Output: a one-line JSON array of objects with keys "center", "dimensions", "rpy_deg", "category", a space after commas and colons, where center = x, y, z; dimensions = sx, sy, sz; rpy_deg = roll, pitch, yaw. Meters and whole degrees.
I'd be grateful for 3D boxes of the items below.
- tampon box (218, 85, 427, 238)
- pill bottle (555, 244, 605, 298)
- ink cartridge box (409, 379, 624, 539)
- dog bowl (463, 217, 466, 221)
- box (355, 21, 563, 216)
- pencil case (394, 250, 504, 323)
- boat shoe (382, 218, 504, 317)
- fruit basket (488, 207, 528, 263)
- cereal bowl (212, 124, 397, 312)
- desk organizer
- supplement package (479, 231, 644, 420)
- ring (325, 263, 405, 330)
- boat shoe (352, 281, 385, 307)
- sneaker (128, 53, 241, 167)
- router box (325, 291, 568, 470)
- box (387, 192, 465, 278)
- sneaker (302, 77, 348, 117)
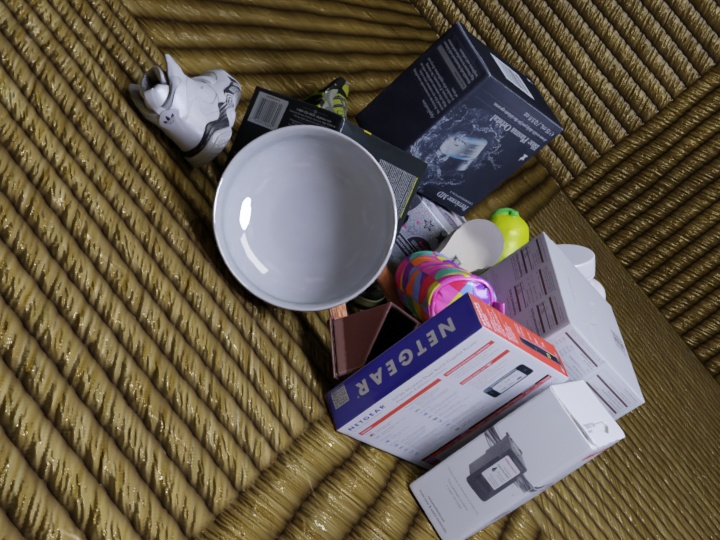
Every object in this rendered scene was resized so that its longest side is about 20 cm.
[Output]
[{"center": [-0.043, -0.122, 1.440], "dimensions": [0.150, 0.126, 0.200], "rpy_deg": [24, 2, 33], "category": "tampon box"}, {"center": [0.282, 0.071, 1.615], "dimensions": [0.111, 0.111, 0.200], "rpy_deg": [-77, 163, -67], "category": "pill bottle"}, {"center": [0.174, 0.207, 1.284], "dimensions": [0.083, 0.200, 0.145], "rpy_deg": [57, 19, 16], "category": "ink cartridge box"}, {"center": [0.111, -0.094, 1.936], "dimensions": [0.200, 0.059, 0.200], "rpy_deg": [43, 20, -20], "category": "dog bowl"}, {"center": [0.138, -0.203, 1.622], "dimensions": [0.197, 0.200, 0.117], "rpy_deg": [24, 33, -47], "category": "box"}, {"center": [0.099, 0.029, 1.372], "dimensions": [0.088, 0.088, 0.200], "rpy_deg": [45, 0, -16], "category": "pencil case"}, {"center": [0.110, 0.000, 1.594], "dimensions": [0.200, 0.093, 0.075], "rpy_deg": [-34, 91, -41], "category": "boat shoe"}, {"center": [0.185, 0.017, 1.702], "dimensions": [0.216, 0.155, 0.216], "rpy_deg": [-14, 90, -75], "category": "fruit basket"}, {"center": [-0.059, -0.054, 1.275], "dimensions": [0.200, 0.200, 0.083], "rpy_deg": [51, -1, 2], "category": "cereal bowl"}, {"center": [0.049, 0.107, 1.317], "dimensions": [0.200, 0.077, 0.072], "rpy_deg": [36, 42, -53], "category": "desk organizer"}, {"center": [0.237, 0.082, 1.418], "dimensions": [0.156, 0.111, 0.200], "rpy_deg": [45, 22, -25], "category": "supplement package"}, {"center": [0.007, 0.056, 1.378], "dimensions": [0.200, 0.019, 0.201], "rpy_deg": [45, 37, -48], "category": "ring"}, {"center": [-0.001, -0.001, 1.485], "dimensions": [0.072, 0.066, 0.201], "rpy_deg": [58, 20, 20], "category": "boat shoe"}, {"center": [-0.207, -0.213, 1.394], "dimensions": [0.115, 0.075, 0.200], "rpy_deg": [44, 23, -27], "category": "sneaker"}, {"center": [0.095, 0.125, 1.256], "dimensions": [0.179, 0.200, 0.049], "rpy_deg": [31, 29, -46], "category": "router box"}, {"center": [0.058, -0.084, 1.705], "dimensions": [0.200, 0.115, 0.132], "rpy_deg": [50, 18, 0], "category": "box"}, {"center": [-0.053, -0.241, 1.832], "dimensions": [0.076, 0.075, 0.200], "rpy_deg": [53, 27, -17], "category": "sneaker"}]
